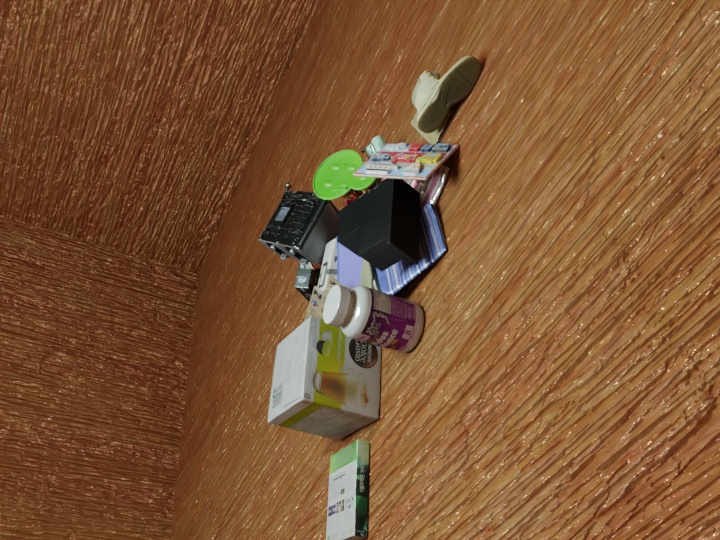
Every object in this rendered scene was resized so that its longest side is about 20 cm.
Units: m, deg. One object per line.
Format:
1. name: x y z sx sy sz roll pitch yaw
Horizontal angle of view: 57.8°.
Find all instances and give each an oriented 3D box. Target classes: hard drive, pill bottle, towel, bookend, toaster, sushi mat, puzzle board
1. hard drive: 0.000 0.000 1.615 0.130 0.025 0.204 -13 70 32
2. pill bottle: 0.026 0.098 1.375 0.112 0.197 0.114 -48 33 45
3. towel: 0.104 -0.043 1.456 0.200 0.024 0.147 -41 44 32
4. towel: 0.113 -0.201 1.527 0.199 0.030 0.148 35 110 46
5. bookend: 0.032 -0.077 1.458 0.198 0.092 0.203 -31 40 37
6. toaster: -0.157 -0.123 1.784 0.179 0.119 0.202 12 67 41
7. sushi mat: 0.174 -0.376 1.610 0.097 0.012 0.201 -65 24 22
8. puzzle board: 0.099 -0.249 1.458 0.198 0.018 0.151 9 40 37

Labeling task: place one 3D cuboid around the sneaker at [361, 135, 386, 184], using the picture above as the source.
1. sneaker: 0.062 -0.285 1.665 0.200 0.073 0.120 12 123 69

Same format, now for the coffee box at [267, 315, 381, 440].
1. coffee box: -0.081 0.255 1.518 0.200 0.195 0.203 -41 37 49

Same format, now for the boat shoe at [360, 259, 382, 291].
1. boat shoe: 0.041 0.057 1.523 0.074 0.062 0.204 114 151 -49

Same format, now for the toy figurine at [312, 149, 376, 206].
1. toy figurine: 0.003 -0.198 1.706 0.197 0.184 0.152 7 65 36

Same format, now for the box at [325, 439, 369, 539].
1. box: -0.028 0.493 1.440 0.144 0.036 0.203 -45 37 50

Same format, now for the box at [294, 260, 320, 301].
1. box: -0.131 -0.018 1.915 0.160 0.043 0.204 54 -137 -66

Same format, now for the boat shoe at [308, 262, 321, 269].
1. boat shoe: -0.082 -0.073 1.859 0.062 0.072 0.201 -14 28 34

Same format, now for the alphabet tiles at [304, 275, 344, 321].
1. alphabet tiles: -0.060 0.111 1.614 0.008 0.166 0.202 -34 -25 -41

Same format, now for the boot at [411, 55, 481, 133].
1. boot: 0.192 -0.436 1.524 0.201 0.071 0.156 -50 27 29

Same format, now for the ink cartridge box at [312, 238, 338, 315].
1. ink cartridge box: -0.047 0.034 1.703 0.068 0.114 0.204 -22 54 63
